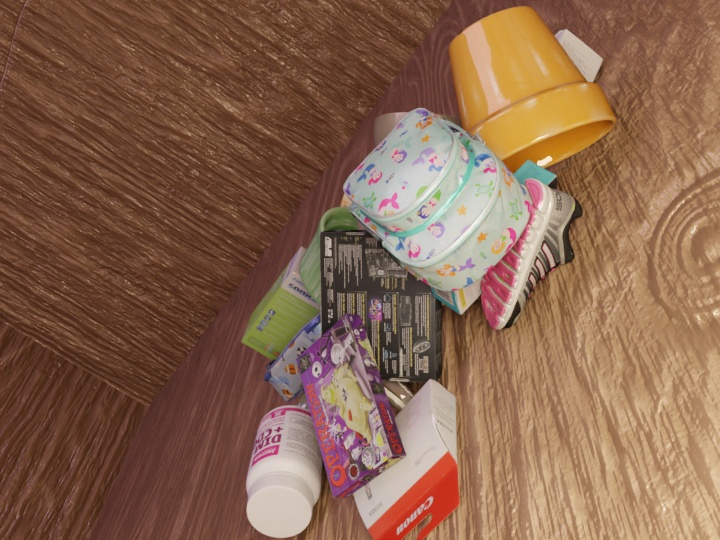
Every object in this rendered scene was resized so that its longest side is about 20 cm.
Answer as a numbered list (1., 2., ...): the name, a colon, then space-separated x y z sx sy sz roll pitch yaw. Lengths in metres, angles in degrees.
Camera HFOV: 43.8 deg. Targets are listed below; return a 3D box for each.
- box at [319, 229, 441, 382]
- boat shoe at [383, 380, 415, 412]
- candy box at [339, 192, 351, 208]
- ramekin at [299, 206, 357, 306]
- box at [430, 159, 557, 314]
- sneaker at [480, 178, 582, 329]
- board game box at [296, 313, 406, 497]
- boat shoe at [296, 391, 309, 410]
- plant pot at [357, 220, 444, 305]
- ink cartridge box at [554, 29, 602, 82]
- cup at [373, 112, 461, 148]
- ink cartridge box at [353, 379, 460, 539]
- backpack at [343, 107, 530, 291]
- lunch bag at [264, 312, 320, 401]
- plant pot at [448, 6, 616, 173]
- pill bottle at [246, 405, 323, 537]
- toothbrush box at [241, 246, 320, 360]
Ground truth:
1. box: 0.027 0.046 1.200 0.044 0.160 0.200 -19 -72 -73
2. boat shoe: 0.037 0.146 1.292 0.060 0.072 0.200 -40 25 -7
3. candy box: 0.040 -0.089 1.598 0.200 0.055 0.115 -13 -47 -45
4. ramekin: 0.000 0.000 1.442 0.098 0.200 0.200 -53 13 31
5. box: 0.170 -0.043 1.138 0.200 0.049 0.082 -44 -32 -16
6. sneaker: 0.210 -0.013 1.079 0.074 0.087 0.200 -124 43 -55
7. board game box: -0.017 0.169 1.133 0.120 0.032 0.200 -47 50 38
8. boat shoe: -0.043 0.198 1.473 0.200 0.072 0.069 -47 -3 -2
9. plant pot: 0.096 -0.025 1.318 0.200 0.200 0.135 -84 -7 -64
10. ink cartridge box: 0.272 -0.249 1.379 0.200 0.084 0.146 -61 13 -24
11. cup: 0.113 -0.171 1.505 0.200 0.200 0.143 172 106 -73
12. ink cartridge box: 0.051 0.246 1.068 0.163 0.057 0.200 -50 10 24
13. backpack: 0.091 -0.081 1.046 0.178 0.151 0.200 -46 45 5
14. lunch bag: -0.071 0.125 1.503 0.200 0.076 0.160 -47 -3 34
15. plant pot: 0.206 -0.234 1.178 0.200 0.183 0.200 -21 -8 -3
16. pill bottle: -0.114 0.306 1.373 0.113 0.113 0.200 -51 14 20
17. toothbrush box: -0.102 0.079 1.621 0.200 0.146 0.086 -52 14 34
